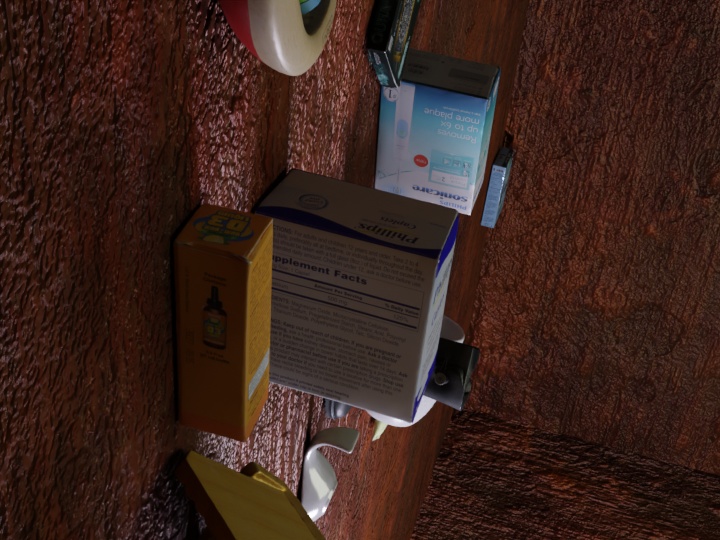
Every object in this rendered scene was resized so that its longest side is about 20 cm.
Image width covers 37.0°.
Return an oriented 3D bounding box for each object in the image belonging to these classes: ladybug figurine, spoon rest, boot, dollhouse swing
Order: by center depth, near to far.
[{"bbox_3d":[-0.063,-0.225,0.782,0.200,0.072,0.136,85,21,-58],"label":"ladybug figurine"},{"bbox_3d":[-0.108,0.288,0.972,0.176,0.200,0.182,17,112,-44],"label":"dollhouse swing"},{"bbox_3d":[-0.057,0.289,1.539,0.099,0.061,0.200,-62,176,-47],"label":"spoon rest"},{"bbox_3d":[0.058,0.160,1.539,0.066,0.199,0.165,-44,146,-70],"label":"boot"}]

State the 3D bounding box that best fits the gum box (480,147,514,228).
[{"bbox_3d":[0.420,-0.255,3.292,0.170,0.044,0.200,-57,159,-60],"label":"gum box"}]

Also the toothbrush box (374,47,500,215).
[{"bbox_3d":[0.103,-0.191,1.480,0.200,0.146,0.085,95,15,-45],"label":"toothbrush box"}]

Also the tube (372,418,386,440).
[{"bbox_3d":[0.059,0.229,2.062,0.058,0.052,0.200,18,89,-38],"label":"tube"}]

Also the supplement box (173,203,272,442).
[{"bbox_3d":[-0.112,0.046,0.890,0.069,0.066,0.200,-64,164,-49],"label":"supplement box"}]

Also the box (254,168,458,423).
[{"bbox_3d":[-0.010,0.024,1.069,0.105,0.183,0.200,-58,160,-55],"label":"box"}]

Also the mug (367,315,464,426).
[{"bbox_3d":[0.068,0.150,1.797,0.200,0.147,0.176,-124,-130,-63],"label":"mug"}]

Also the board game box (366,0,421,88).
[{"bbox_3d":[0.052,-0.342,1.338,0.135,0.028,0.201,51,53,-77],"label":"board game box"}]
